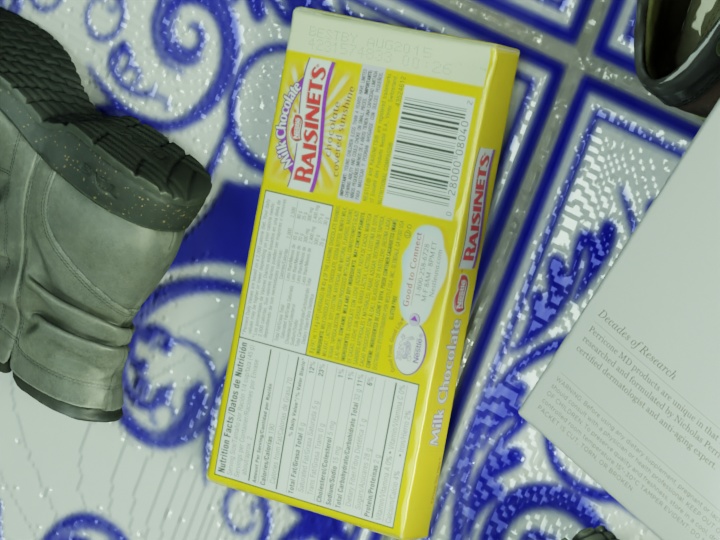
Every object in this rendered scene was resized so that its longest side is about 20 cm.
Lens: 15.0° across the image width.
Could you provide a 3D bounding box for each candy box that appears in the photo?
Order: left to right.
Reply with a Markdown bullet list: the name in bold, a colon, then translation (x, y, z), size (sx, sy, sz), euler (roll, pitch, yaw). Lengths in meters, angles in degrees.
- **candy box**: translation (0.000, 0.000, 1.108), size (0.102, 0.026, 0.201), euler (15, 96, 36)

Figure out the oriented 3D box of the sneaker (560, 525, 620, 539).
- **sneaker**: translation (0.057, 0.198, 1.032), size (0.085, 0.078, 0.200), euler (42, 110, 27)

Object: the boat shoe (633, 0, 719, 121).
- **boat shoe**: translation (0.148, -0.151, 0.992), size (0.073, 0.065, 0.201), euler (14, 95, 35)

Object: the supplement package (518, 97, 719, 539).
- **supplement package**: translation (0.173, 0.005, 0.936), size (0.120, 0.121, 0.200), euler (41, 110, 28)

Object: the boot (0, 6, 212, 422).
- **boot**: translation (-0.160, -0.030, 1.197), size (0.200, 0.068, 0.131), euler (40, 115, 30)
